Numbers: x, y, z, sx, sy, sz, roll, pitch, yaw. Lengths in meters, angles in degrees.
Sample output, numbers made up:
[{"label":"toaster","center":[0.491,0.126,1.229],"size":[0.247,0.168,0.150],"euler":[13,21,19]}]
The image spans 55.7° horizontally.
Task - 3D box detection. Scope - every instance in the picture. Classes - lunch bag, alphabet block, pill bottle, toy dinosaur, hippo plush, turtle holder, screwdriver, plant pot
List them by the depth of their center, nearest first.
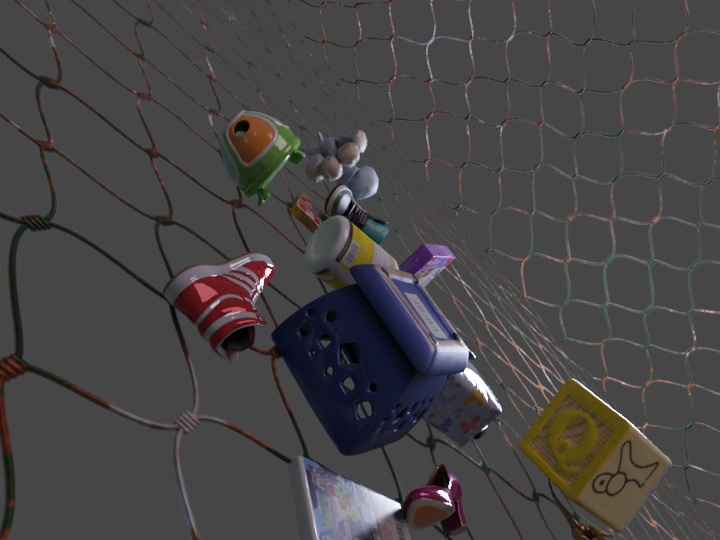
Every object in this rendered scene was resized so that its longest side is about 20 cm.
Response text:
[{"label":"plant pot","center":[0.027,0.110,0.943],"size":[0.202,0.179,0.199],"euler":[54,17,22]},{"label":"lunch bag","center":[0.129,0.170,1.174],"size":[0.169,0.127,0.201],"euler":[39,12,-34]},{"label":"turtle holder","center":[-0.177,-0.211,1.202],"size":[0.132,0.141,0.186],"euler":[43,18,-10]},{"label":"pill bottle","center":[0.000,0.000,1.236],"size":[0.199,0.112,0.113],"euler":[38,19,-32]},{"label":"toy dinosaur","center":[0.428,0.510,1.335],"size":[0.202,0.060,0.106],"euler":[53,-10,9]},{"label":"screwdriver","center":[0.245,0.302,1.354],"size":[0.028,0.029,0.199],"euler":[51,13,13]},{"label":"alphabet block","center":[0.490,0.386,1.429],"size":[0.199,0.197,0.196],"euler":[38,0,-32]},{"label":"hippo plush","center":[-0.047,-0.228,1.646],"size":[0.197,0.160,0.162],"euler":[6,-42,46]}]

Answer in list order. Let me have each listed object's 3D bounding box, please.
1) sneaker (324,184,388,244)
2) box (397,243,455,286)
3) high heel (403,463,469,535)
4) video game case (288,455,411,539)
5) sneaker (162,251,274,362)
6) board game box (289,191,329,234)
[{"label":"sneaker","center":[-0.002,-0.100,1.425],"size":[0.119,0.085,0.200],"euler":[33,-5,18]},{"label":"box","center":[0.131,0.002,1.523],"size":[0.039,0.137,0.199],"euler":[50,16,14]},{"label":"high heel","center":[0.093,0.284,0.894],"size":[0.199,0.066,0.098],"euler":[39,26,-52]},{"label":"video game case","center":[0.006,0.311,0.720],"size":[0.181,0.023,0.202],"euler":[37,21,-35]},{"label":"sneaker","center":[-0.144,0.043,0.841],"size":[0.113,0.071,0.199],"euler":[47,24,11]},{"label":"board game box","center":[-0.062,-0.071,1.391],"size":[0.200,0.030,0.096],"euler":[47,16,-14]}]
